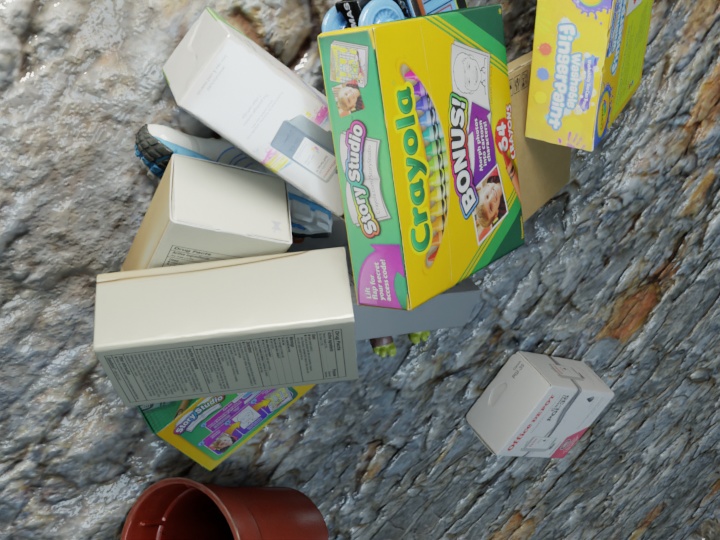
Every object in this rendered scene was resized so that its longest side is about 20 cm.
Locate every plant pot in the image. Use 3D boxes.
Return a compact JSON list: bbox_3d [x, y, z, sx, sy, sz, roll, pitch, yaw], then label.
[{"bbox_3d":[-0.150,0.344,1.116,0.195,0.201,0.201,10,120,-54],"label":"plant pot"}]

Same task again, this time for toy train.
[{"bbox_3d":[0.047,-0.173,0.801,0.114,0.087,0.200,-34,116,-24],"label":"toy train"}]

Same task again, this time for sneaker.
[{"bbox_3d":[-0.106,-0.097,0.823,0.200,0.075,0.087,22,71,-37],"label":"sneaker"}]

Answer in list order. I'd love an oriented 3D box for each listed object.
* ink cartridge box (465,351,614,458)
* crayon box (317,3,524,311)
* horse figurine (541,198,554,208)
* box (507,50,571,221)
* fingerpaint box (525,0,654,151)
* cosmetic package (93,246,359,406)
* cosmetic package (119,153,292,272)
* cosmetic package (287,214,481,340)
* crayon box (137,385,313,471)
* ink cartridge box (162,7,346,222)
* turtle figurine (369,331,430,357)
[{"bbox_3d":[0.278,0.211,1.428,0.200,0.083,0.147,13,118,-47],"label":"ink cartridge box"},{"bbox_3d":[0.055,-0.092,0.710,0.172,0.058,0.201,-27,114,-48],"label":"crayon box"},{"bbox_3d":[0.126,-0.113,1.000,0.199,0.050,0.133,-1,112,-30],"label":"horse figurine"},{"bbox_3d":[0.174,-0.138,0.941,0.200,0.021,0.164,-37,130,-51],"label":"box"},{"bbox_3d":[0.224,-0.242,0.877,0.167,0.073,0.201,-48,146,-44],"label":"fingerpaint box"},{"bbox_3d":[-0.104,0.047,0.750,0.199,0.073,0.104,-7,146,-3],"label":"cosmetic package"},{"bbox_3d":[-0.143,-0.003,0.798,0.105,0.071,0.200,11,141,-26],"label":"cosmetic package"},{"bbox_3d":[0.000,0.000,0.928,0.200,0.151,0.052,-5,128,-38],"label":"cosmetic package"},{"bbox_3d":[-0.128,0.118,1.008,0.200,0.058,0.119,-39,142,-3],"label":"crayon box"},{"bbox_3d":[-0.054,-0.116,0.744,0.200,0.117,0.067,34,101,-29],"label":"ink cartridge box"},{"bbox_3d":[0.055,0.036,1.068,0.200,0.064,0.161,-35,160,-34],"label":"turtle figurine"}]
